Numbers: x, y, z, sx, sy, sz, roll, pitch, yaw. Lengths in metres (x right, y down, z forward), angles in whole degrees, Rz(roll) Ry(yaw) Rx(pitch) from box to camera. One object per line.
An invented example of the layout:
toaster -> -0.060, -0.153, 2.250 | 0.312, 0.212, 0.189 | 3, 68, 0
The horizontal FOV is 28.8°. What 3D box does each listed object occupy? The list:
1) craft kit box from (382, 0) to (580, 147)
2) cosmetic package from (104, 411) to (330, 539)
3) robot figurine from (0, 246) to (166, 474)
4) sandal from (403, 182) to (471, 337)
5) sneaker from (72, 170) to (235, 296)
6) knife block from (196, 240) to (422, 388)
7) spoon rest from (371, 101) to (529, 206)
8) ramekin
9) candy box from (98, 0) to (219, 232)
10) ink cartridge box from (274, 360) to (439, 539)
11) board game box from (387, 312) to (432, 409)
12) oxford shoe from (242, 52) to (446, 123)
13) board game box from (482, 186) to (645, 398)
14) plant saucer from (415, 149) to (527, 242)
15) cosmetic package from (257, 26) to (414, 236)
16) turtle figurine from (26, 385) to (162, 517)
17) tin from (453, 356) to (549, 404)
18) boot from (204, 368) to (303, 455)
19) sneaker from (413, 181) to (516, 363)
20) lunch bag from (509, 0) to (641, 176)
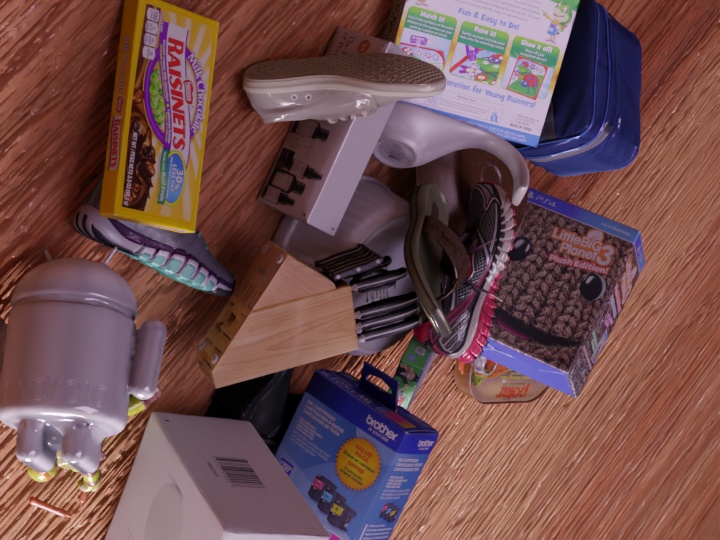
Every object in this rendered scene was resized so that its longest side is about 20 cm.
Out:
craft kit box -> 0.125, -0.251, 1.513 | 0.199, 0.049, 0.199 | 12, 104, -21
cosmetic package -> -0.152, 0.280, 1.381 | 0.122, 0.199, 0.201 | 11, 112, -35
robot figurine -> -0.256, 0.075, 1.237 | 0.113, 0.168, 0.201 | 91, 0, -72
sandal -> 0.083, -0.021, 1.439 | 0.202, 0.057, 0.080 | -86, 156, -43
sneaker -> -0.177, -0.040, 1.334 | 0.200, 0.074, 0.088 | 30, 81, -50
knife block -> -0.043, 0.058, 1.410 | 0.175, 0.064, 0.201 | 33, 91, -26
spoon rest -> 0.087, -0.132, 1.502 | 0.099, 0.199, 0.061 | 114, -4, -59
ramekin -> 0.000, 0.000, 1.529 | 0.202, 0.094, 0.203 | -24, 126, -39
candy box -> -0.180, -0.141, 1.270 | 0.102, 0.026, 0.201 | 12, 83, -52
ink cartridge box -> -0.011, 0.196, 1.481 | 0.076, 0.136, 0.201 | 14, 103, -59
board game box -> 0.074, 0.087, 1.609 | 0.200, 0.029, 0.135 | -59, 172, -46
oxford shoe -> -0.015, -0.175, 1.374 | 0.075, 0.199, 0.058 | -85, 171, -60
board game box -> 0.233, 0.026, 1.720 | 0.201, 0.159, 0.097 | -61, 157, -14
plant saucer -> 0.139, -0.103, 1.617 | 0.200, 0.037, 0.202 | 10, 77, -48
cosmetic package -> -0.026, -0.144, 1.438 | 0.051, 0.082, 0.201 | 25, 89, -51
turtle figurine -> -0.265, 0.143, 1.331 | 0.161, 0.064, 0.200 | -46, 137, -22
tin -> 0.196, 0.119, 1.851 | 0.199, 0.042, 0.113 | 5, 101, -48
boot -> -0.080, 0.144, 1.531 | 0.162, 0.073, 0.199 | 19, 101, -48
sneaker -> 0.115, -0.005, 1.516 | 0.074, 0.081, 0.201 | 18, 73, -13
lunch bag -> 0.241, -0.221, 1.626 | 0.132, 0.135, 0.201 | 21, 66, -52
